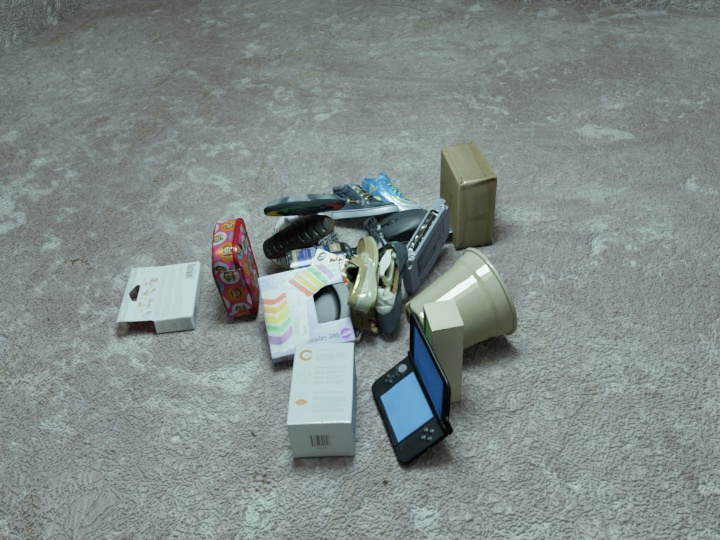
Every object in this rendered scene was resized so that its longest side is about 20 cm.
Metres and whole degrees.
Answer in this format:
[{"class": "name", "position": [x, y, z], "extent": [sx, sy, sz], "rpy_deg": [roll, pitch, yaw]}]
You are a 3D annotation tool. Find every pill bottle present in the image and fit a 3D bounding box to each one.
[{"class": "pill bottle", "position": [-0.074, -0.004, 1.657], "extent": [0.194, 0.114, 0.113], "rpy_deg": [-10, 39, -6]}]

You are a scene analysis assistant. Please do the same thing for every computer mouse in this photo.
[{"class": "computer mouse", "position": [0.108, -0.113, 1.758], "extent": [0.194, 0.054, 0.140], "rpy_deg": [-10, 39, -5]}]

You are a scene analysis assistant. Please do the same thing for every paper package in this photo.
[{"class": "paper package", "position": [0.268, -0.191, 1.778], "extent": [0.100, 0.204, 0.193], "rpy_deg": [-9, 39, -5]}]

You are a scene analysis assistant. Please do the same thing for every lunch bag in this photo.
[{"class": "lunch bag", "position": [-0.285, -0.013, 1.621], "extent": [0.079, 0.204, 0.179], "rpy_deg": [-9, 39, 2]}]

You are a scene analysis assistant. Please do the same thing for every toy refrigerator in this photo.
[{"class": "toy refrigerator", "position": [0.155, 0.161, 1.361], "extent": [0.068, 0.204, 0.077], "rpy_deg": [-9, 39, -5]}]

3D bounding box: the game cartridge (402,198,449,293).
[{"class": "game cartridge", "position": [0.153, -0.054, 1.663], "extent": [0.041, 0.135, 0.202], "rpy_deg": [23, 62, 19]}]

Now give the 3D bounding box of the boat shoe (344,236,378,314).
[{"class": "boat shoe", "position": [0.000, 0.000, 1.531], "extent": [0.064, 0.075, 0.204], "rpy_deg": [13, 44, -15]}]

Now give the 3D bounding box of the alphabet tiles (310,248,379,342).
[{"class": "alphabet tiles", "position": [-0.035, 0.059, 1.573], "extent": [0.195, 0.008, 0.171], "rpy_deg": [20, 71, 5]}]

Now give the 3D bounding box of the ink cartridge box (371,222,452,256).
[{"class": "ink cartridge box", "position": [0.130, -0.095, 1.806], "extent": [0.194, 0.040, 0.101], "rpy_deg": [-11, 39, -5]}]

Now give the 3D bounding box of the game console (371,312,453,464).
[{"class": "game console", "position": [0.089, 0.218, 1.310], "extent": [0.174, 0.116, 0.202], "rpy_deg": [-37, 41, 11]}]

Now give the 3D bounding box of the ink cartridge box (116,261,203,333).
[{"class": "ink cartridge box", "position": [-0.470, 0.064, 1.669], "extent": [0.170, 0.046, 0.203], "rpy_deg": [-5, 39, -2]}]

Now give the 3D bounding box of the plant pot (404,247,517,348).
[{"class": "plant pot", "position": [0.199, 0.087, 1.476], "extent": [0.180, 0.204, 0.201], "rpy_deg": [-28, 43, -12]}]

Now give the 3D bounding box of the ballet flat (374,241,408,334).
[{"class": "ballet flat", "position": [0.058, 0.033, 1.533], "extent": [0.071, 0.073, 0.206], "rpy_deg": [7, 78, 15]}]

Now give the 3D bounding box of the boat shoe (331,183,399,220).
[{"class": "boat shoe", "position": [0.008, -0.185, 1.843], "extent": [0.195, 0.094, 0.070], "rpy_deg": [-3, -1, 26]}]

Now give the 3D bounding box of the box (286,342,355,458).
[{"class": "box", "position": [-0.070, 0.247, 1.363], "extent": [0.120, 0.100, 0.203], "rpy_deg": [-2, 40, 3]}]

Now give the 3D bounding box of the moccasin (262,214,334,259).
[{"class": "moccasin", "position": [-0.142, -0.077, 1.687], "extent": [0.199, 0.075, 0.077], "rpy_deg": [-30, -13, 28]}]

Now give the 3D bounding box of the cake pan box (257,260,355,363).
[{"class": "cake pan box", "position": [-0.114, 0.089, 1.530], "extent": [0.194, 0.052, 0.190], "rpy_deg": [-10, 73, -6]}]

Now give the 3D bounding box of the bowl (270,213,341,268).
[{"class": "bowl", "position": [-0.148, -0.102, 1.799], "extent": [0.194, 0.096, 0.204], "rpy_deg": [-4, 39, 3]}]

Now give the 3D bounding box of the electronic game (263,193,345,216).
[{"class": "electronic game", "position": [-0.133, -0.150, 1.670], "extent": [0.193, 0.043, 0.200], "rpy_deg": [-6, -2, 0]}]

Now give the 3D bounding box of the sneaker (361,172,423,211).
[{"class": "sneaker", "position": [0.079, -0.199, 1.875], "extent": [0.194, 0.108, 0.076], "rpy_deg": [11, 22, 19]}]
